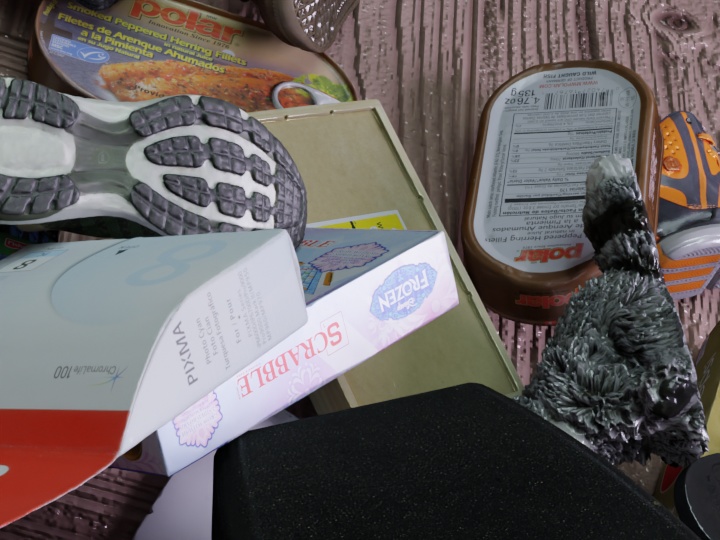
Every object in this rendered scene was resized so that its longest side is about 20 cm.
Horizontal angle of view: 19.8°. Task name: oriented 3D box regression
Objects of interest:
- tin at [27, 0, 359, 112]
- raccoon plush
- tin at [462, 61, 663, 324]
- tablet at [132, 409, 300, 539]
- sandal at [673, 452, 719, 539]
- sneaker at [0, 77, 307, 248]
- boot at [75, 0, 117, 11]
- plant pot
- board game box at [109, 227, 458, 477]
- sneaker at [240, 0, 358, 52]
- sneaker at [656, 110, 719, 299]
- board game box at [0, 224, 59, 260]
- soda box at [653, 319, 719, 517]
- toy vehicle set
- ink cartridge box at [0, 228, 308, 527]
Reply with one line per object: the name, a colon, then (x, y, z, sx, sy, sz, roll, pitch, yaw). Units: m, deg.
tin: (-0.097, -0.109, 1.207, 0.198, 0.042, 0.113, 17, 49, -12)
raccoon plush: (0.103, 0.047, 1.098, 0.133, 0.097, 0.201, -14, 50, 4)
tin: (0.119, -0.052, 1.222, 0.111, 0.042, 0.201, -5, 44, 17)
tablet: (-0.005, 0.146, 1.035, 0.199, 0.014, 0.130, 30, 44, 2)
sandal: (0.248, 0.112, 1.080, 0.199, 0.045, 0.076, -6, 61, -40)
sneaker: (-0.120, -0.044, 0.977, 0.198, 0.088, 0.078, 12, 77, -27)
boot: (-0.150, -0.266, 1.207, 0.157, 0.079, 0.212, 34, 72, 2)
plant pot: (0.024, 0.164, 0.895, 0.198, 0.201, 0.178, -11, 41, -19)
board game box: (-0.090, 0.031, 0.989, 0.199, 0.042, 0.199, 3, 24, 45)
sneaker: (-0.048, -0.173, 1.244, 0.075, 0.071, 0.200, 5, 13, 9)
sneaker: (0.239, -0.051, 1.293, 0.198, 0.078, 0.113, -4, 53, -29)
board game box: (-0.224, -0.053, 1.047, 0.150, 0.037, 0.200, 17, 24, -12)
soda box: (0.212, 0.101, 1.149, 0.067, 0.064, 0.201, 29, 44, -1)
toy vehicle set: (0.000, 0.000, 1.127, 0.124, 0.027, 0.201, -9, 65, -41)
ink cartridge box: (-0.141, 0.040, 0.844, 0.159, 0.048, 0.200, -2, 20, 37)
